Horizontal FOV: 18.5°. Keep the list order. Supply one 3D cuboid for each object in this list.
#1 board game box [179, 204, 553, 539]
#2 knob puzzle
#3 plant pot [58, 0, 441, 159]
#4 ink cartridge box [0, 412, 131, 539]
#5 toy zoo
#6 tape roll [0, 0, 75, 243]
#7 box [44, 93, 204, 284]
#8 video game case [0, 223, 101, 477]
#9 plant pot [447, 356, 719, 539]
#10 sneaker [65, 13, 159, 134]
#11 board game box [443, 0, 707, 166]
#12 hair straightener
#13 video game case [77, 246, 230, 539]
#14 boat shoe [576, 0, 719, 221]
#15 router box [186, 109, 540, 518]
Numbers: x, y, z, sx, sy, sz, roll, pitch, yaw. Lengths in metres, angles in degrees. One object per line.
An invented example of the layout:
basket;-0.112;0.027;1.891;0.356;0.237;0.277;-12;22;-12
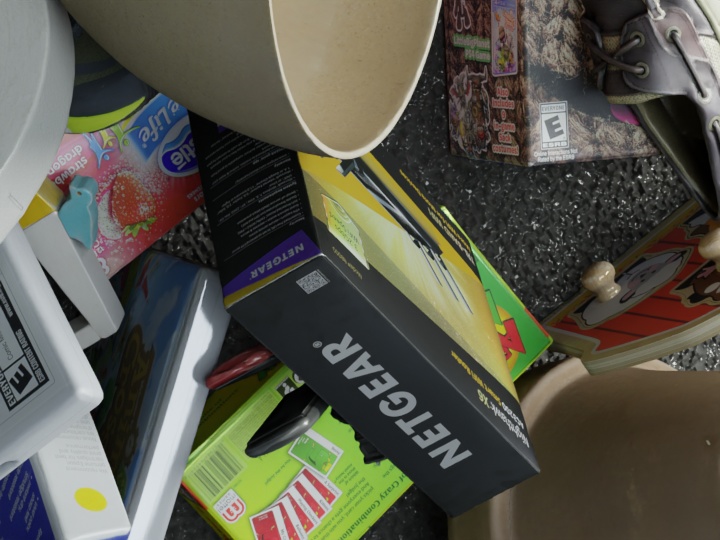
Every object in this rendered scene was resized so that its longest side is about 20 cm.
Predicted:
board game box;-0.004;0.068;1.173;0.200;0.048;0.102;-45;110;-12
knob puzzle;0.188;-0.016;1.161;0.220;0.220;0.030;-38;104;-14
plant pot;-0.057;-0.151;0.906;0.134;0.200;0.200;7;95;21
ink cartridge box;-0.157;0.152;0.995;0.047;0.200;0.198;4;128;-30
toy zoo;-0.204;0.006;1.038;0.200;0.020;0.131;-30;110;20
tape roll;-0.220;-0.079;0.934;0.203;0.037;0.203;-5;70;12
box;-0.096;-0.092;1.090;0.200;0.095;0.100;-40;109;-13
video game case;-0.222;0.024;0.965;0.182;0.200;0.022;-37;156;16
plant pot;0.175;0.127;1.154;0.200;0.175;0.200;11;70;-33
sneaker;-0.162;-0.129;1.000;0.074;0.200;0.081;-48;147;-18
board game box;0.134;-0.163;1.177;0.159;0.097;0.200;-7;99;-22
hair straightener;-0.015;0.061;1.046;0.041;0.200;0.077;-29;89;13
video game case;-0.121;0.087;1.053;0.022;0.182;0.200;17;89;-22
boat shoe;0.148;-0.106;1.099;0.065;0.072;0.200;-49;117;-16
router box;0.000;0.000;1.022;0.052;0.157;0.200;-29;136;16
